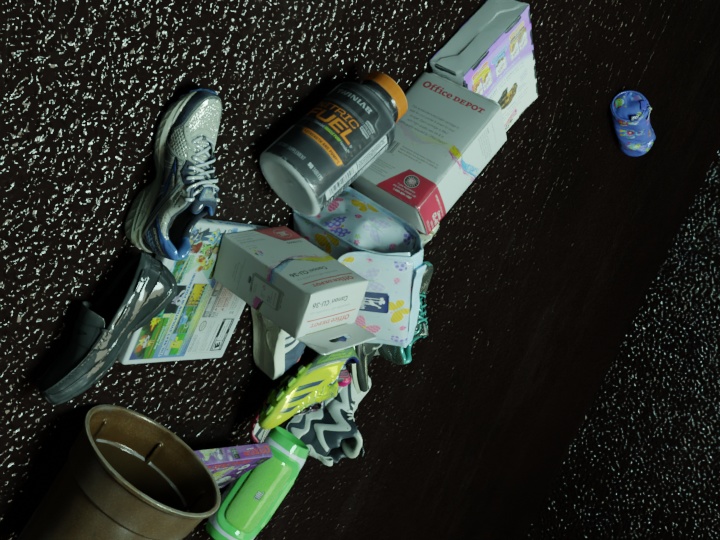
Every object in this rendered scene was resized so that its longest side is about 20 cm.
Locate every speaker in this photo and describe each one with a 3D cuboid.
[{"bbox_3d":[-0.170,0.360,1.401,0.200,0.088,0.088,-56,150,-3],"label":"speaker"}]

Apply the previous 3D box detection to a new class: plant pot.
[{"bbox_3d":[-0.312,0.308,1.051,0.198,0.200,0.200,-52,151,5],"label":"plant pot"}]

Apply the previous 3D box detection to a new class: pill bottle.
[{"bbox_3d":[-0.027,-0.171,1.094,0.200,0.106,0.106,-46,148,-21],"label":"pill bottle"}]

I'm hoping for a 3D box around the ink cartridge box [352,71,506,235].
[{"bbox_3d":[0.096,-0.172,1.233,0.200,0.147,0.086,-48,149,-14],"label":"ink cartridge box"}]

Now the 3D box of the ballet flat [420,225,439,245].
[{"bbox_3d":[0.097,-0.084,1.395,0.068,0.064,0.200,-61,152,-21],"label":"ballet flat"}]

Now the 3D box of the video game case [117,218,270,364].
[{"bbox_3d":[-0.209,0.028,1.096,0.182,0.022,0.200,4,115,-57],"label":"video game case"}]

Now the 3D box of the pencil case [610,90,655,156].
[{"bbox_3d":[0.622,-0.333,1.924,0.200,0.087,0.078,39,61,-61],"label":"pencil case"}]

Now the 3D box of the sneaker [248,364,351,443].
[{"bbox_3d":[-0.097,0.204,1.347,0.200,0.075,0.081,-41,178,-24],"label":"sneaker"}]

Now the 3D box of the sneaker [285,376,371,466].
[{"bbox_3d":[-0.022,0.270,1.491,0.199,0.129,0.080,-30,141,-39],"label":"sneaker"}]

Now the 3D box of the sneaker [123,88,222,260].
[{"bbox_3d":[-0.187,-0.101,0.943,0.077,0.085,0.200,-1,118,-55],"label":"sneaker"}]

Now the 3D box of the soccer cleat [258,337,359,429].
[{"bbox_3d":[-0.074,0.177,1.289,0.200,0.084,0.065,-47,-166,-31],"label":"soccer cleat"}]

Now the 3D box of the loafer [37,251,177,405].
[{"bbox_3d":[-0.297,0.063,0.963,0.201,0.068,0.070,-48,130,-11],"label":"loafer"}]

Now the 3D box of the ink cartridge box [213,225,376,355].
[{"bbox_3d":[-0.074,0.021,1.064,0.116,0.200,0.068,-14,130,-51],"label":"ink cartridge box"}]

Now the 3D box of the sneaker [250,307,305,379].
[{"bbox_3d":[-0.108,0.070,1.238,0.084,0.075,0.200,-32,151,-34],"label":"sneaker"}]

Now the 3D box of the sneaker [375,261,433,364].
[{"bbox_3d":[0.093,0.081,1.523,0.078,0.091,0.200,4,114,-58],"label":"sneaker"}]

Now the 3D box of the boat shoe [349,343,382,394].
[{"bbox_3d":[0.010,0.111,1.389,0.072,0.067,0.201,-104,-166,-72],"label":"boat shoe"}]

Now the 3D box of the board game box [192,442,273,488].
[{"bbox_3d":[-0.233,0.298,1.254,0.120,0.032,0.200,-39,156,21],"label":"board game box"}]

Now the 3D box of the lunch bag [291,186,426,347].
[{"bbox_3d":[0.000,0.000,1.200,0.127,0.200,0.170,-34,143,-35],"label":"lunch bag"}]

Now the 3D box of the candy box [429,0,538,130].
[{"bbox_3d":[0.200,-0.302,1.341,0.168,0.071,0.200,-48,148,-16],"label":"candy box"}]
